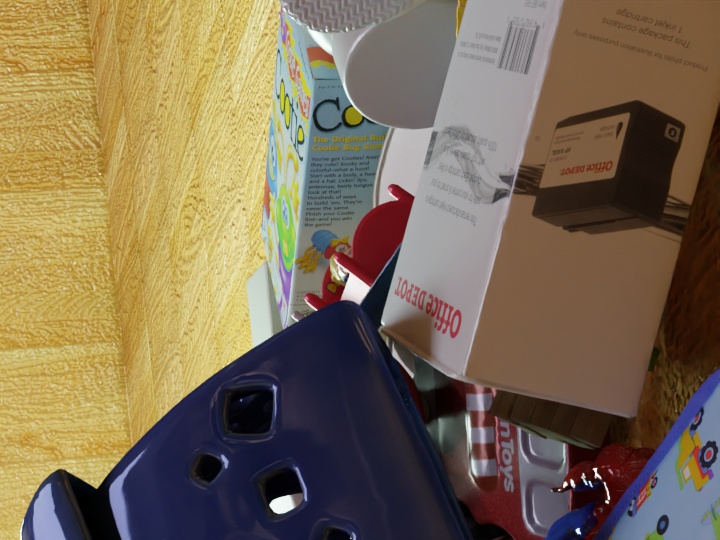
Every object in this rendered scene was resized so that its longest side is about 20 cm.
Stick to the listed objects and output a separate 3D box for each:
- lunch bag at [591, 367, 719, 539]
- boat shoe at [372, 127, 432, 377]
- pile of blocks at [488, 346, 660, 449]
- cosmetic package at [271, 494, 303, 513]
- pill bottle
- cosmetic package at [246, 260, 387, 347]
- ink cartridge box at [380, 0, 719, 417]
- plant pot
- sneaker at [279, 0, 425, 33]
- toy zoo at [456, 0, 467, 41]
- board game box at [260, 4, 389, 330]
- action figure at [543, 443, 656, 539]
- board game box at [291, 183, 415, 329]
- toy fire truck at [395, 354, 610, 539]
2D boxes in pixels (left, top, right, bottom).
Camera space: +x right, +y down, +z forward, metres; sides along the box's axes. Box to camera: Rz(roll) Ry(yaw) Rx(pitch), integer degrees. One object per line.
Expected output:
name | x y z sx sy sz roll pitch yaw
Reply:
lunch bag | 0.148 0.139 1.104 0.151 0.094 0.200 -102 23 -45
boat shoe | 0.048 -0.010 1.576 0.067 0.057 0.200 7 99 37
pile of blocks | 0.111 -0.005 1.312 0.062 0.082 0.200 30 -125 -50
cosmetic package | 0.027 0.199 1.545 0.085 0.107 0.200 125 127 -69
pill bottle | 0.016 -0.176 1.539 0.200 0.114 0.114 -105 16 -44
cosmetic package | -0.009 0.094 1.782 0.073 0.103 0.200 137 127 -74
ink cartridge box | 0.086 -0.052 1.189 0.145 0.084 0.200 -149 74 -75
plant pot | -0.034 0.150 1.234 0.200 0.180 0.200 58 -172 -76
sneaker | 0.036 -0.201 1.374 0.200 0.075 0.114 -47 12 8
toy zoo | 0.071 -0.085 1.399 0.131 0.020 0.200 -48 -41 -69
board game box | 0.004 -0.070 1.657 0.103 0.105 0.200 -105 17 -45
action figure | 0.113 0.122 1.285 0.065 0.052 0.200 44 144 6
board game box | 0.000 0.000 1.475 0.200 0.039 0.158 -57 -6 26
toy fire truck | 0.072 0.118 1.424 0.168 0.112 0.200 10 106 59
